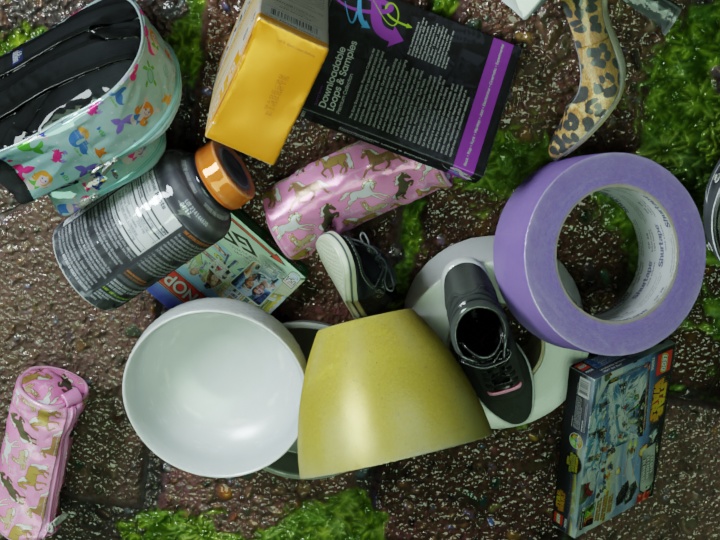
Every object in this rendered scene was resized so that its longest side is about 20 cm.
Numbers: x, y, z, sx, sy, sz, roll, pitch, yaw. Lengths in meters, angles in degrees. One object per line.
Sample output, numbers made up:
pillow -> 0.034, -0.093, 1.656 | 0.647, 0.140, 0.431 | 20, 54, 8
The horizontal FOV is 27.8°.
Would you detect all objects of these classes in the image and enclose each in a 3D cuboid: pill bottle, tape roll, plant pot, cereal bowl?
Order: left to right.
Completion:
pill bottle -> -0.204, -0.052, 1.467 | 0.199, 0.106, 0.106 | -32, 110, 16
cereal bowl -> -0.149, 0.115, 1.547 | 0.199, 0.083, 0.201 | 2, 113, 4
plant pot -> 0.021, 0.119, 1.469 | 0.199, 0.200, 0.143 | -13, 84, 8
tape roll -> 0.143, 0.067, 1.561 | 0.201, 0.071, 0.204 | 1, 116, 1
tape roll -> 0.240, -0.017, 1.462 | 0.199, 0.085, 0.201 | -1, 93, -16

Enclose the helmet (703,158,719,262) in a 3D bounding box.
helmet -> 0.438, -0.068, 1.419 | 0.199, 0.190, 0.201 | -1, 92, -36

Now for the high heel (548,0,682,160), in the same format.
high heel -> 0.203, -0.218, 1.433 | 0.142, 0.071, 0.200 | 33, 114, -2

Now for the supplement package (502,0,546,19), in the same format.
supplement package -> 0.149, -0.367, 1.293 | 0.191, 0.147, 0.200 | 41, 111, 0

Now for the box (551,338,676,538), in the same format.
box -> 0.275, 0.178, 1.582 | 0.136, 0.040, 0.201 | -17, 122, -37

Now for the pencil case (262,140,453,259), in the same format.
pencil case -> -0.001, -0.086, 1.488 | 0.199, 0.086, 0.083 | -26, 80, 14

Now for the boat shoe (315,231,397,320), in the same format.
boat shoe -> 0.000, 0.000, 1.490 | 0.062, 0.200, 0.075 | -29, 70, -1

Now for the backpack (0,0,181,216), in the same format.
backpack -> -0.268, -0.164, 1.412 | 0.199, 0.178, 0.151 | -33, 132, 11

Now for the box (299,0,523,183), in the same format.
box -> 0.045, -0.186, 1.423 | 0.199, 0.036, 0.144 | 21, 76, -8

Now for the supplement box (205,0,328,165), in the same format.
supplement box -> -0.087, -0.201, 1.371 | 0.073, 0.200, 0.126 | 22, 113, -12

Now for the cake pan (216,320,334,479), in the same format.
cake pan -> -0.062, 0.140, 1.621 | 0.199, 0.037, 0.201 | 1, 115, 2

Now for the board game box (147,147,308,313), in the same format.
board game box -> -0.173, -0.017, 1.557 | 0.200, 0.029, 0.135 | 41, 109, -16

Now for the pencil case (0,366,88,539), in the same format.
pencil case -> -0.360, 0.206, 1.632 | 0.086, 0.083, 0.201 | 13, 114, -3

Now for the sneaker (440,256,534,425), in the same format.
sneaker -> 0.131, 0.093, 1.481 | 0.070, 0.099, 0.201 | -18, 114, 9
